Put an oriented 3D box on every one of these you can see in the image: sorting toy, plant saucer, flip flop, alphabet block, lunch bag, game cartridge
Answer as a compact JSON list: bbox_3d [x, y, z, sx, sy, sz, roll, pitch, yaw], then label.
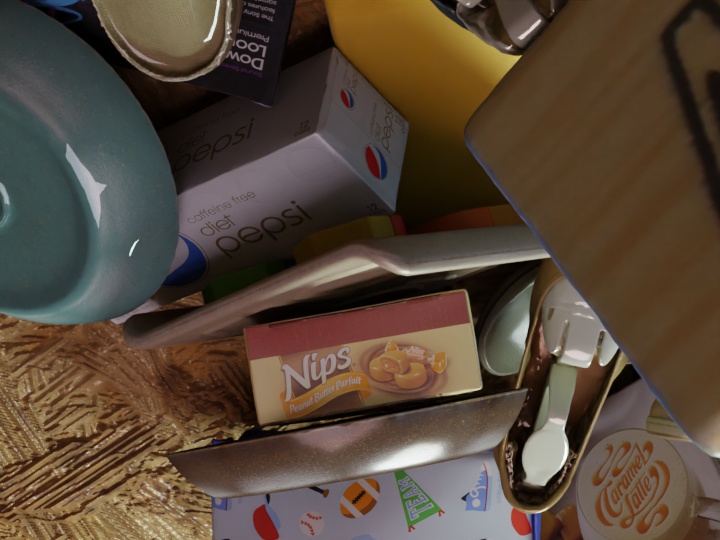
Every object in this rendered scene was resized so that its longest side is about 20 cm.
[{"bbox_3d":[0.000,0.000,0.888,0.200,0.037,0.185,-17,173,41],"label":"sorting toy"},{"bbox_3d":[-0.187,-0.046,0.854,0.200,0.036,0.200,15,130,19],"label":"plant saucer"},{"bbox_3d":[-0.005,0.096,0.915,0.200,0.032,0.200,-9,175,-1],"label":"plant saucer"},{"bbox_3d":[0.162,0.023,0.987,0.200,0.058,0.081,-14,138,11],"label":"flip flop"},{"bbox_3d":[0.204,-0.057,0.736,0.195,0.196,0.200,1,137,-53],"label":"alphabet block"},{"bbox_3d":[0.015,0.183,1.055,0.200,0.170,0.124,-2,180,10],"label":"lunch bag"},{"bbox_3d":[0.080,-0.102,0.873,0.176,0.032,0.200,-8,140,6],"label":"game cartridge"}]

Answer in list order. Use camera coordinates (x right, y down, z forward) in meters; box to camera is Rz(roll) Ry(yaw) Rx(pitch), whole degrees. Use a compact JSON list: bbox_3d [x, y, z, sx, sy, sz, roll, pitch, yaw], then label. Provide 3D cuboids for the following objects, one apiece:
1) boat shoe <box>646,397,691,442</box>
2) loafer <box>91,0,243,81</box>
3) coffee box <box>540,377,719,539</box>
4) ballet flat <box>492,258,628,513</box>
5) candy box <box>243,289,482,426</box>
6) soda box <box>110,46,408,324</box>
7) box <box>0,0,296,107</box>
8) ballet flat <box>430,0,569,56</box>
[{"bbox_3d":[0.249,0.059,0.988,0.200,0.065,0.071,-10,-171,-31],"label":"boat shoe"},{"bbox_3d":[-0.098,-0.155,0.713,0.076,0.067,0.200,1,135,13],"label":"loafer"},{"bbox_3d":[0.158,0.154,1.078,0.200,0.114,0.080,-34,157,31],"label":"coffee box"},{"bbox_3d":[0.121,0.053,0.941,0.069,0.063,0.200,13,121,4],"label":"ballet flat"},{"bbox_3d":[0.005,0.051,0.932,0.115,0.055,0.200,-10,176,2],"label":"candy box"},{"bbox_3d":[-0.075,-0.041,0.885,0.200,0.064,0.068,-21,132,32],"label":"soda box"},{"bbox_3d":[-0.091,-0.173,0.767,0.143,0.036,0.200,15,135,-2],"label":"box"},{"bbox_3d":[0.052,-0.133,0.742,0.073,0.073,0.200,-33,138,30],"label":"ballet flat"}]
